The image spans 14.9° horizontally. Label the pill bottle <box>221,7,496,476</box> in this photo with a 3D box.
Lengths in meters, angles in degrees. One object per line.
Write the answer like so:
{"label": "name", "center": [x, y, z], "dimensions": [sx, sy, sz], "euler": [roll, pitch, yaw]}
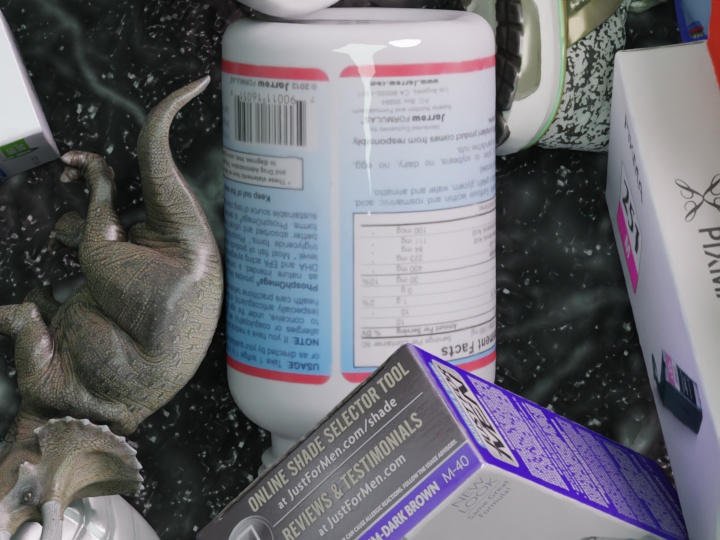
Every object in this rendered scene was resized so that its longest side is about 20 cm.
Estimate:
{"label": "pill bottle", "center": [0.000, 0.000, 1.083], "dimensions": [0.108, 0.109, 0.201], "euler": [0, 100, -2]}

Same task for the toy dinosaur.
{"label": "toy dinosaur", "center": [-0.094, 0.019, 1.085], "dimensions": [0.102, 0.077, 0.200], "euler": [39, 98, 20]}

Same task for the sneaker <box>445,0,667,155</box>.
{"label": "sneaker", "center": [0.088, -0.136, 1.142], "dimensions": [0.088, 0.077, 0.201], "euler": [14, 82, -32]}

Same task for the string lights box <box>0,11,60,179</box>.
{"label": "string lights box", "center": [-0.225, -0.041, 1.092], "dimensions": [0.199, 0.103, 0.059], "euler": [-22, 87, -3]}

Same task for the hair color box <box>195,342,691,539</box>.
{"label": "hair color box", "center": [0.043, 0.105, 1.027], "dimensions": [0.109, 0.200, 0.065], "euler": [-43, 55, 15]}

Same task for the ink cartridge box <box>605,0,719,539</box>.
{"label": "ink cartridge box", "center": [0.132, -0.008, 1.024], "dimensions": [0.043, 0.174, 0.201], "euler": [-8, 54, -3]}

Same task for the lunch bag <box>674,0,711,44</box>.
{"label": "lunch bag", "center": [0.172, -0.113, 1.079], "dimensions": [0.094, 0.151, 0.201], "euler": [-23, 91, -4]}

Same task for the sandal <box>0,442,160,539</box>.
{"label": "sandal", "center": [-0.170, 0.106, 1.108], "dimensions": [0.202, 0.050, 0.083], "euler": [20, 64, -15]}

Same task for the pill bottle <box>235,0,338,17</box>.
{"label": "pill bottle", "center": [-0.083, -0.182, 1.075], "dimensions": [0.199, 0.113, 0.113], "euler": [26, 84, 32]}
